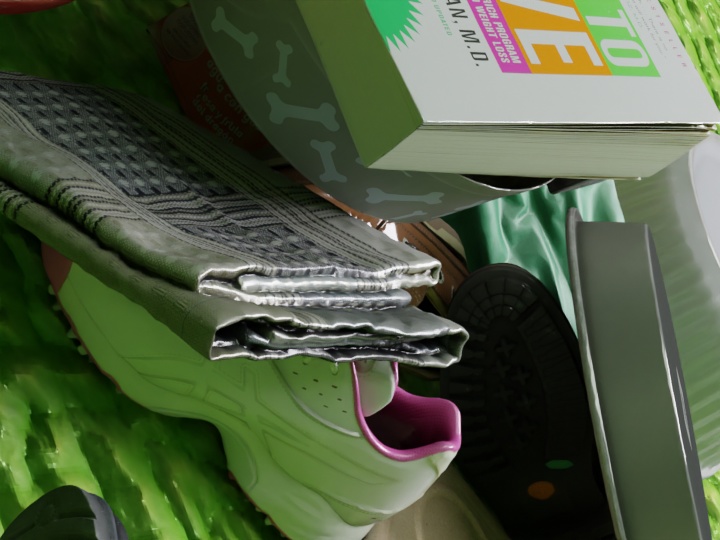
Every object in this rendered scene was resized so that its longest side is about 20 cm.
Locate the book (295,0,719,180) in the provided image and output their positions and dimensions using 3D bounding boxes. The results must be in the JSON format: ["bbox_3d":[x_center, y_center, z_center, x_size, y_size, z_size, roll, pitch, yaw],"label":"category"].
[{"bbox_3d":[0.048,-0.104,0.928,0.199,0.048,0.134,-3,64,-51],"label":"book"}]

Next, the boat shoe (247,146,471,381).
[{"bbox_3d":[0.000,0.000,1.049,0.200,0.072,0.068,20,46,-54],"label":"boat shoe"}]

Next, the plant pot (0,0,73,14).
[{"bbox_3d":[-0.126,-0.212,0.863,0.200,0.182,0.201,25,45,-28],"label":"plant pot"}]

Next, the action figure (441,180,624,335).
[{"bbox_3d":[0.097,0.024,1.195,0.055,0.118,0.201,28,-42,63],"label":"action figure"}]

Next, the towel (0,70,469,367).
[{"bbox_3d":[-0.067,-0.026,0.872,0.200,0.035,0.192,34,13,26],"label":"towel"}]

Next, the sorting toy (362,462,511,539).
[{"bbox_3d":[0.051,0.178,1.018,0.185,0.036,0.200,52,22,-21],"label":"sorting toy"}]

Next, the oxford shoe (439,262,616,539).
[{"bbox_3d":[0.081,0.068,1.111,0.085,0.072,0.201,-86,163,-52],"label":"oxford shoe"}]

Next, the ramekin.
[{"bbox_3d":[0.186,0.013,1.343,0.200,0.105,0.201,43,31,-34],"label":"ramekin"}]

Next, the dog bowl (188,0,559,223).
[{"bbox_3d":[0.007,-0.110,0.965,0.200,0.059,0.201,33,41,-35],"label":"dog bowl"}]

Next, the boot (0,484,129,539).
[{"bbox_3d":[-0.045,0.182,0.793,0.200,0.065,0.166,33,46,-40],"label":"boot"}]

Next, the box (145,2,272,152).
[{"bbox_3d":[0.002,-0.100,1.116,0.095,0.102,0.200,64,25,5],"label":"box"}]

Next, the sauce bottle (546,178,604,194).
[{"bbox_3d":[0.078,-0.137,1.098,0.065,0.064,0.201,-13,84,-64],"label":"sauce bottle"}]

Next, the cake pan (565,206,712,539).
[{"bbox_3d":[0.132,0.066,1.086,0.200,0.036,0.202,-11,90,-81],"label":"cake pan"}]

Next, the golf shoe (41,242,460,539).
[{"bbox_3d":[-0.040,0.030,0.928,0.200,0.091,0.076,44,32,-31],"label":"golf shoe"}]
